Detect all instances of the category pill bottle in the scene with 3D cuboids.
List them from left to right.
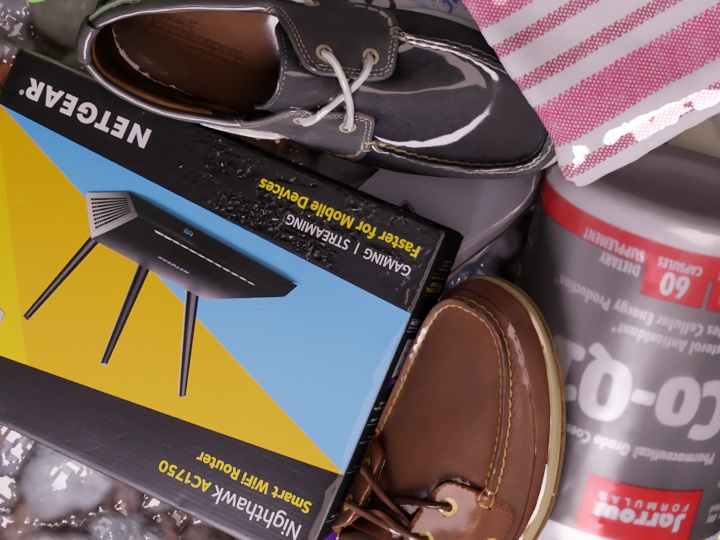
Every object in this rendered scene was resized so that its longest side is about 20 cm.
[{"bbox_3d":[0.110,0.054,0.877,0.114,0.114,0.200,9,110,-12],"label":"pill bottle"}]

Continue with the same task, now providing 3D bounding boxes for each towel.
[{"bbox_3d":[0.084,-0.143,0.758,0.146,0.030,0.200,-31,92,31],"label":"towel"}]

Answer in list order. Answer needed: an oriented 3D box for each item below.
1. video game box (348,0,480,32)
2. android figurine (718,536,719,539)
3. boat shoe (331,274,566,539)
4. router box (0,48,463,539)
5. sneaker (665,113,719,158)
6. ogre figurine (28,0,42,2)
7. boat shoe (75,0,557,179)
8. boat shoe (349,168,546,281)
[{"bbox_3d":[0.038,-0.190,0.821,0.182,0.047,0.200,39,128,7],"label":"video game box"},{"bbox_3d":[0.206,0.059,0.935,0.200,0.041,0.182,-30,96,19],"label":"android figurine"},{"bbox_3d":[0.029,0.100,0.835,0.068,0.072,0.200,-14,124,-48],"label":"boat shoe"},{"bbox_3d":[-0.077,0.014,0.868,0.200,0.051,0.149,23,94,14],"label":"router box"},{"bbox_3d":[0.124,-0.095,0.928,0.200,0.093,0.070,48,51,-36],"label":"sneaker"},{"bbox_3d":[-0.141,-0.176,0.813,0.098,0.200,0.120,-50,61,29],"label":"ogre figurine"},{"bbox_3d":[-0.014,-0.073,0.829,0.200,0.068,0.072,16,112,8],"label":"boat shoe"},{"bbox_3d":[0.000,0.000,0.910,0.200,0.065,0.074,-29,80,13],"label":"boat shoe"}]
